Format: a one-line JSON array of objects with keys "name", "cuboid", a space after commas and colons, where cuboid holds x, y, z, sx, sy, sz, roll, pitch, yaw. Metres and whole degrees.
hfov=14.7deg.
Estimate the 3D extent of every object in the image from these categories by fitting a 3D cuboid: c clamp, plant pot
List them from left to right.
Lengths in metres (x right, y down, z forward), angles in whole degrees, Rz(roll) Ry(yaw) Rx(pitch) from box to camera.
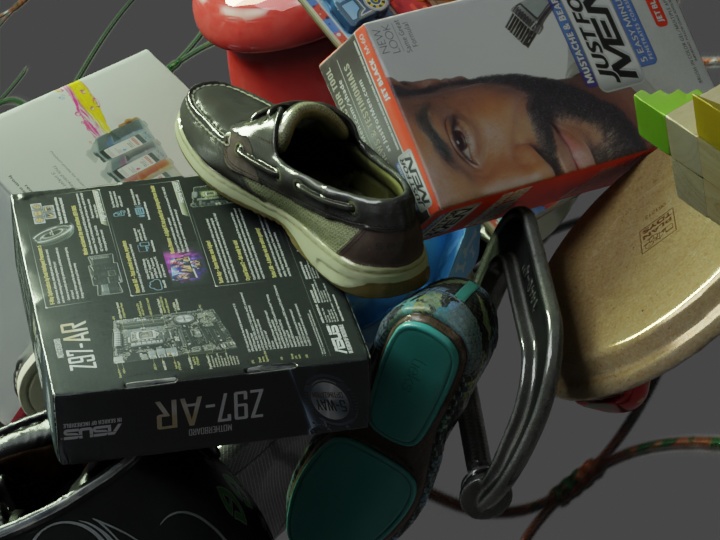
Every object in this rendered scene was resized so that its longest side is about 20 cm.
[{"name": "plant pot", "cuboid": [0.009, -0.144, 1.728, 0.200, 0.183, 0.201, -19, 33, 13]}, {"name": "c clamp", "cuboid": [0.068, 0.059, 1.469, 0.200, 0.027, 0.171, -103, 32, -63]}]

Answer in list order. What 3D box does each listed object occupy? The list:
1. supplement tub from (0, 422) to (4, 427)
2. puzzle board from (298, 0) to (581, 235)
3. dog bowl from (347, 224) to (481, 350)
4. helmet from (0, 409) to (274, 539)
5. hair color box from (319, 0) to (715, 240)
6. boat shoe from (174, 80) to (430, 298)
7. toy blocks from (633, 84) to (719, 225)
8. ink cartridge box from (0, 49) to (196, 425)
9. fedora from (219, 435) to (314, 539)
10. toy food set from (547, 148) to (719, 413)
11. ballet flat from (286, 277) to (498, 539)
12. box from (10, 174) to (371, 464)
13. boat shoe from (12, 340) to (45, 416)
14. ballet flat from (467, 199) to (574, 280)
[{"name": "supplement tub", "cuboid": [-0.216, 0.073, 1.888, 0.107, 0.107, 0.200, -29, 26, 32]}, {"name": "puzzle board", "cuboid": [0.075, -0.126, 1.589, 0.150, 0.200, 0.017, -30, -19, -26]}, {"name": "dog bowl", "cuboid": [0.000, 0.000, 1.555, 0.111, 0.050, 0.200, 8, 39, 26]}, {"name": "helmet", "cuboid": [-0.135, 0.181, 1.448, 0.200, 0.191, 0.200, -22, 19, 8]}, {"name": "hair color box", "cuboid": [0.091, -0.094, 1.512, 0.200, 0.111, 0.064, -17, -11, -29]}, {"name": "boat shoe", "cuboid": [-0.028, -0.058, 1.466, 0.072, 0.066, 0.201, -13, 37, -32]}, {"name": "toy blocks", "cuboid": [0.245, -0.053, 1.312, 0.136, 0.100, 0.200, -29, 41, -19]}, {"name": "ink cartridge box", "cuboid": [-0.179, -0.024, 1.812, 0.200, 0.145, 0.145, -29, -19, -49]}, {"name": "fedora", "cuboid": [-0.083, 0.108, 1.612, 0.200, 0.090, 0.177, -36, 24, 1]}, {"name": "toy food set", "cuboid": [0.168, -0.007, 1.439, 0.200, 0.049, 0.198, -43, 22, 5]}, {"name": "ballet flat", "cuboid": [0.021, 0.079, 1.467, 0.200, 0.074, 0.074, -58, 8, 42]}, {"name": "box", "cuboid": [-0.092, 0.018, 1.448, 0.160, 0.044, 0.200, -7, 33, -11]}, {"name": "boat shoe", "cuboid": [-0.126, 0.011, 1.653, 0.200, 0.073, 0.063, -41, 22, 2]}, {"name": "ballet flat", "cuboid": [0.070, -0.028, 1.646, 0.200, 0.068, 0.072, -34, 43, 14]}]
